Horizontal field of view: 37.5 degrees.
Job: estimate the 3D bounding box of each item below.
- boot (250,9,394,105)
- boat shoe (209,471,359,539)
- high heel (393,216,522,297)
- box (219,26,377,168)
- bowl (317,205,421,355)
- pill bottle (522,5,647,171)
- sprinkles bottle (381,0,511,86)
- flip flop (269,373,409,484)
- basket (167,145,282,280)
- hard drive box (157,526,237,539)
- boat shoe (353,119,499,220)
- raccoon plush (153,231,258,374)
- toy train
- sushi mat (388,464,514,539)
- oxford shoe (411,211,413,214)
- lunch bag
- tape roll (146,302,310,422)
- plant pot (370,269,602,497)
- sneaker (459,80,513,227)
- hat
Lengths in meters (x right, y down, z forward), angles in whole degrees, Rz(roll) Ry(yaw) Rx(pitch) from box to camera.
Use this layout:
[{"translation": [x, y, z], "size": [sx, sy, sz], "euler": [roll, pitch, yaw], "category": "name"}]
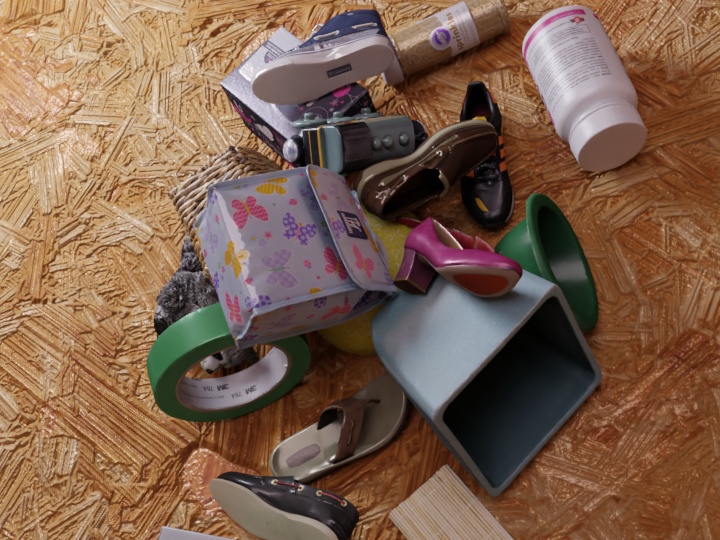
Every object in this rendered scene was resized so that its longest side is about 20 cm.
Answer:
[{"translation": [-0.056, -0.291, 1.434], "size": [0.197, 0.073, 0.091], "euler": [-14, 50, -3], "category": "boot"}, {"translation": [-0.094, 0.283, 1.271], "size": [0.199, 0.075, 0.063], "euler": [12, 40, 31], "category": "boat shoe"}, {"translation": [0.112, -0.026, 1.154], "size": [0.199, 0.067, 0.097], "euler": [0, 60, 52], "category": "high heel"}, {"translation": [-0.081, -0.231, 1.508], "size": [0.132, 0.115, 0.200], "euler": [-44, 59, -8], "category": "box"}, {"translation": [0.000, 0.000, 1.334], "size": [0.197, 0.108, 0.204], "euler": [-3, 78, 15], "category": "bowl"}, {"translation": [0.294, -0.237, 1.388], "size": [0.112, 0.114, 0.202], "euler": [-20, 58, 7], "category": "pill bottle"}, {"translation": [0.115, -0.337, 1.527], "size": [0.198, 0.068, 0.069], "euler": [-24, 58, 4], "category": "sprinkles bottle"}, {"translation": [-0.028, 0.194, 1.297], "size": [0.198, 0.058, 0.082], "euler": [-29, 58, 2], "category": "flip flop"}, {"translation": [-0.128, -0.046, 1.373], "size": [0.142, 0.200, 0.150], "euler": [-34, 56, 4], "category": "basket"}, {"translation": [-0.115, 0.355, 1.183], "size": [0.197, 0.156, 0.078], "euler": [5, 65, 21], "category": "hard drive box"}, {"translation": [0.094, -0.117, 1.318], "size": [0.200, 0.075, 0.075], "euler": [-28, 44, -10], "category": "boat shoe"}, {"translation": [-0.191, 0.035, 1.400], "size": [0.132, 0.097, 0.204], "euler": [6, 82, 15], "category": "raccoon plush"}, {"translation": [-0.003, -0.163, 1.364], "size": [0.113, 0.198, 0.087], "euler": [8, 105, 45], "category": "toy train"}, {"translation": [0.125, 0.322, 1.205], "size": [0.095, 0.012, 0.200], "euler": [-40, 58, -6], "category": "sushi mat"}, {"translation": [0.058, -0.099, 1.425], "size": [0.199, 0.071, 0.072], "euler": [-34, 76, 12], "category": "oxford shoe"}, {"translation": [-0.070, -0.025, 1.219], "size": [0.197, 0.127, 0.172], "euler": [-11, 68, -28], "category": "lunch bag"}, {"translation": [-0.161, 0.113, 1.301], "size": [0.198, 0.201, 0.049], "euler": [-26, 57, 3], "category": "tape roll"}, {"translation": [0.124, 0.097, 1.229], "size": [0.196, 0.197, 0.199], "euler": [-45, 44, -9], "category": "plant pot"}, {"translation": [0.159, -0.156, 1.403], "size": [0.069, 0.090, 0.203], "euler": [-9, 60, 13], "category": "sneaker"}, {"translation": [0.173, 0.009, 1.302], "size": [0.174, 0.165, 0.203], "euler": [-25, 67, 28], "category": "hat"}]
